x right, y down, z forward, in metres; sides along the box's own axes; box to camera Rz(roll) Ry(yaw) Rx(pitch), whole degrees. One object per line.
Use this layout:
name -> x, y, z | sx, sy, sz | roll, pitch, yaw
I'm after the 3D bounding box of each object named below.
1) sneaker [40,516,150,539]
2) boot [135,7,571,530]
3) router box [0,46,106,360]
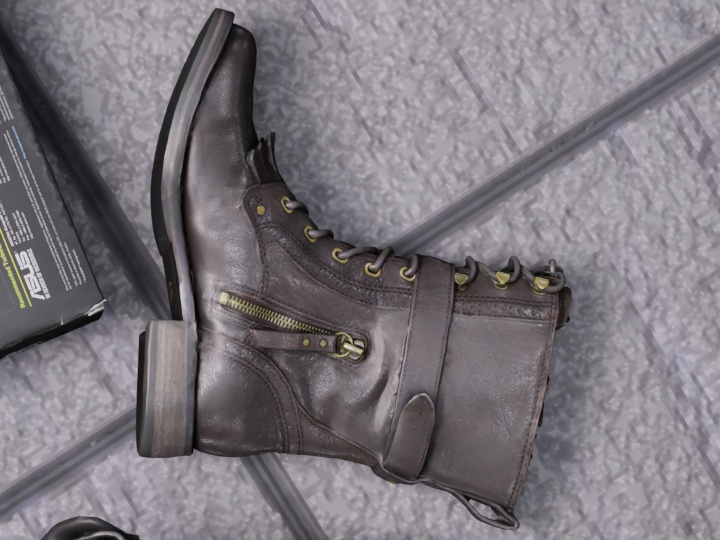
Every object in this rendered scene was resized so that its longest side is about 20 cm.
sneaker -> -0.056, 0.138, 1.122 | 0.200, 0.115, 0.076 | -14, 62, -2
boot -> 0.000, 0.000, 1.168 | 0.173, 0.069, 0.201 | 5, 92, -7
router box -> -0.208, -0.044, 1.141 | 0.149, 0.062, 0.201 | -22, 90, -15
